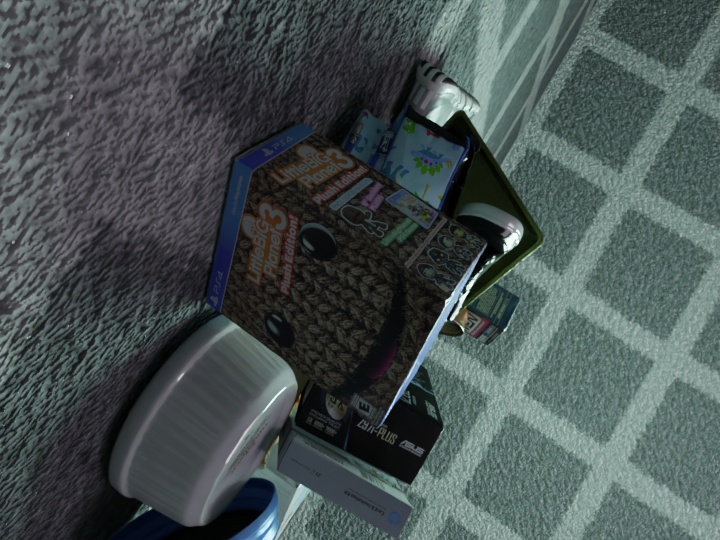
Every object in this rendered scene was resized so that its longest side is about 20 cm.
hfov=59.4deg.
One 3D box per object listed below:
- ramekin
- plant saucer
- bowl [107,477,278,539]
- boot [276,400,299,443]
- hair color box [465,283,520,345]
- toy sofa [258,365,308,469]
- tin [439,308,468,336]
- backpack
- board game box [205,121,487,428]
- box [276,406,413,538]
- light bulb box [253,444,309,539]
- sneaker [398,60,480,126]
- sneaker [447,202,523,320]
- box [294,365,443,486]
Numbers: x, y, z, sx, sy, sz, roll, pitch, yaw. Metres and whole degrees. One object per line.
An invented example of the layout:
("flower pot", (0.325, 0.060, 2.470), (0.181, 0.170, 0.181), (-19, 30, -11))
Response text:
("ramekin", (-0.143, 0.153, 0.626), (0.205, 0.093, 0.203), (-56, 169, -17))
("plant saucer", (0.129, -0.066, 0.829), (0.047, 0.203, 0.200), (-8, 153, -45))
("bowl", (-0.178, 0.284, 0.668), (0.195, 0.040, 0.201), (-17, -176, 1))
("boot", (-0.097, 0.164, 0.987), (0.201, 0.072, 0.158), (-54, 163, -54))
("hair color box", (0.136, 0.029, 0.971), (0.061, 0.197, 0.100), (-56, 172, -19))
("toy sofa", (-0.109, 0.132, 0.794), (0.203, 0.081, 0.098), (-62, -174, 13))
("tin", (0.065, 0.044, 0.932), (0.043, 0.195, 0.113), (-65, 159, -21))
("backpack", (0.021, -0.057, 0.694), (0.183, 0.144, 0.204), (107, 6, -73))
("board game box", (-0.019, 0.003, 0.546), (0.097, 0.197, 0.162), (-43, 161, -49))
("box", (-0.027, 0.235, 0.766), (0.042, 0.154, 0.200), (-59, -175, -4))
("light bulb box", (-0.138, 0.344, 1.130), (0.198, 0.123, 0.203), (-46, 162, -51))
("sneaker", (0.096, -0.211, 0.877), (0.117, 0.075, 0.199), (-57, 160, 16))
("sneaker", (0.113, 0.001, 0.695), (0.200, 0.072, 0.114), (128, -13, -82))
("box", (0.010, 0.159, 0.822), (0.088, 0.161, 0.200), (-60, -175, 10))
